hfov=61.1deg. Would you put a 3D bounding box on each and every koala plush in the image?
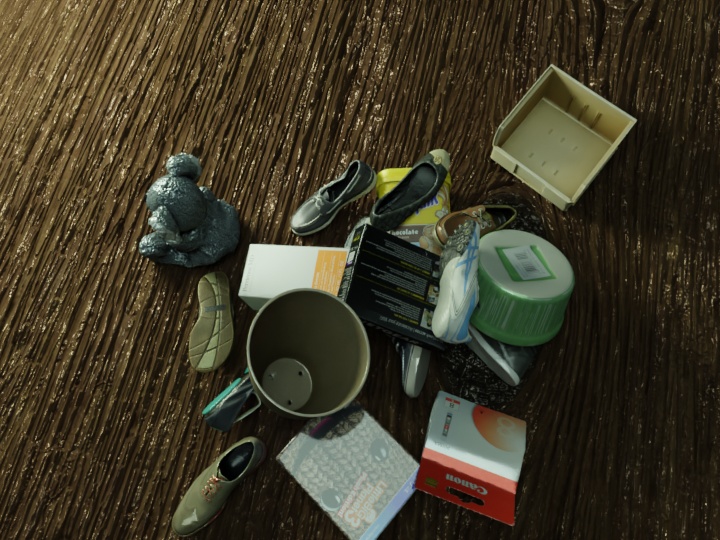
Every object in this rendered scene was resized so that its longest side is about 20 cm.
[{"bbox_3d":[-0.321,-0.110,1.115,0.179,0.201,0.181,15,70,7],"label":"koala plush"}]

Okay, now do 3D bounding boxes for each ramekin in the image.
[{"bbox_3d":[0.269,0.021,1.054,0.194,0.099,0.203,6,42,-6],"label":"ramekin"}]

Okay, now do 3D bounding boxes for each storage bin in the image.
[{"bbox_3d":[0.389,-0.257,1.198,0.199,0.094,0.199,39,75,14],"label":"storage bin"}]

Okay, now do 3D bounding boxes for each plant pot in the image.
[{"bbox_3d":[-0.101,0.155,0.963,0.182,0.200,0.192,8,64,-16],"label":"plant pot"}]

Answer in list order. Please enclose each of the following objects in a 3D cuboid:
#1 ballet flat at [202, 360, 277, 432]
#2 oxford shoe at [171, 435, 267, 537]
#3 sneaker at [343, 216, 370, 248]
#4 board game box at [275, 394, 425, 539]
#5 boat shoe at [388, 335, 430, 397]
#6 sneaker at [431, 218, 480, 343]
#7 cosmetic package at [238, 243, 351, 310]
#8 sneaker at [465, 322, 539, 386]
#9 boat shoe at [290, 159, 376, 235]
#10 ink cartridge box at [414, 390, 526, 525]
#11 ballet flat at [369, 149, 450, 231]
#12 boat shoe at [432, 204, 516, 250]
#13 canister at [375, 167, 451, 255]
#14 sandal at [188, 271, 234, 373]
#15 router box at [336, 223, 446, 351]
[{"bbox_3d":[-0.189,0.200,1.074,0.072,0.073,0.201,36,69,14],"label":"ballet flat"},{"bbox_3d":[-0.241,0.351,1.010,0.070,0.075,0.201,38,76,14],"label":"oxford shoe"},{"bbox_3d":[0.000,0.000,1.140,0.085,0.075,0.205,15,79,-1],"label":"sneaker"},{"bbox_3d":[-0.012,0.323,0.999,0.199,0.097,0.160,41,76,15],"label":"board game box"},{"bbox_3d":[0.077,0.120,1.093,0.090,0.075,0.205,4,70,22],"label":"boat shoe"},{"bbox_3d":[0.165,0.018,0.993,0.071,0.071,0.205,18,78,-25],"label":"sneaker"},{"bbox_3d":[-0.104,0.016,1.070,0.194,0.071,0.104,2,68,16],"label":"cosmetic package"},{"bbox_3d":[0.235,0.099,1.091,0.099,0.071,0.200,-39,77,-15],"label":"sneaker"},{"bbox_3d":[-0.063,-0.143,1.164,0.198,0.063,0.074,-33,60,13],"label":"boat shoe"},{"bbox_3d":[0.178,0.287,0.968,0.158,0.200,0.051,18,115,8],"label":"ink cartridge box"},{"bbox_3d":[0.094,-0.144,1.095,0.066,0.057,0.200,41,78,12],"label":"ballet flat"},{"bbox_3d":[0.208,-0.088,1.101,0.197,0.068,0.073,-19,79,-43],"label":"boat shoe"},{"bbox_3d":[0.103,-0.082,1.150,0.144,0.087,0.206,-2,71,1],"label":"canister"},{"bbox_3d":[-0.268,0.097,1.121,0.078,0.055,0.204,-3,55,-5],"label":"sandal"},{"bbox_3d":[0.066,0.031,1.014,0.196,0.051,0.153,22,73,-19],"label":"router box"}]
